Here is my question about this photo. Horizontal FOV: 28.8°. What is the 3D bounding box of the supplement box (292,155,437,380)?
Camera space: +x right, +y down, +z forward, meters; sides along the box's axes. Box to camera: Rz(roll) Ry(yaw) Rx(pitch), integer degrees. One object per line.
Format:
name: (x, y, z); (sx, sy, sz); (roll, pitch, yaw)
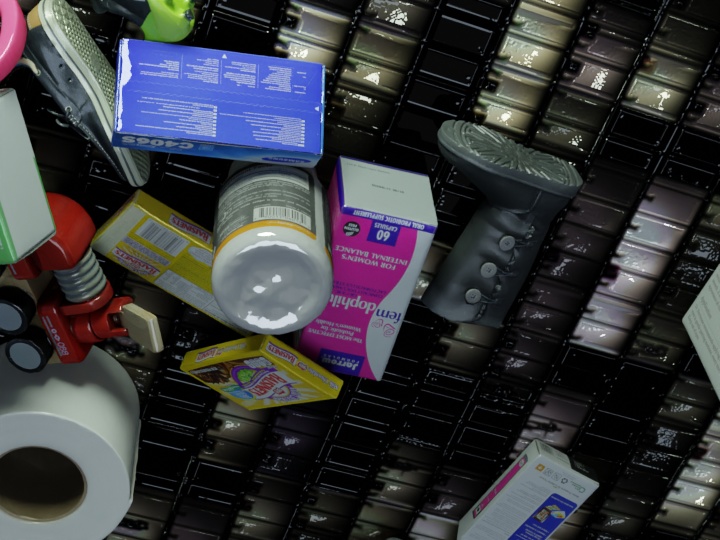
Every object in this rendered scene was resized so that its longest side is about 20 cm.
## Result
supplement box: (0.000, 0.000, 1.454); (0.100, 0.104, 0.202); (11, 123, -12)

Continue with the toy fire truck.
toy fire truck: (-0.280, 0.016, 1.399); (0.198, 0.129, 0.177); (-6, 123, 19)

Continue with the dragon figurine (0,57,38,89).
dragon figurine: (-0.377, -0.152, 1.348); (0.198, 0.059, 0.100); (-11, 123, 15)

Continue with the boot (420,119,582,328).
boot: (0.115, -0.043, 1.461); (0.163, 0.066, 0.201); (21, 123, -14)

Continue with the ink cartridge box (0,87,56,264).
ink cartridge box: (-0.403, -0.078, 1.302); (0.198, 0.084, 0.147); (-5, 112, 21)

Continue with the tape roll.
tape roll: (-0.345, 0.191, 1.530); (0.200, 0.140, 0.205); (-2, 123, -3)

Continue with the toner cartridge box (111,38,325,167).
toner cartridge box: (-0.135, -0.158, 1.333); (0.198, 0.096, 0.043); (6, 165, -14)

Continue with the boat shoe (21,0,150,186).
boat shoe: (-0.266, -0.165, 1.349); (0.062, 0.075, 0.201); (-22, 117, 17)

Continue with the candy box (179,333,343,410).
candy box: (-0.108, 0.110, 1.490); (0.102, 0.027, 0.199); (32, 157, -23)

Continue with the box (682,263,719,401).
box: (0.484, 0.073, 1.474); (0.198, 0.200, 0.172); (18, 120, -17)

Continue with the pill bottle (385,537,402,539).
pill bottle: (-0.009, 0.417, 1.713); (0.112, 0.113, 0.200); (38, 113, -24)

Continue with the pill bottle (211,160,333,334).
pill bottle: (-0.086, -0.038, 1.363); (0.115, 0.201, 0.117); (-2, 123, -3)

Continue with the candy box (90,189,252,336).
candy box: (-0.171, -0.005, 1.455); (0.199, 0.027, 0.102); (32, 142, -21)

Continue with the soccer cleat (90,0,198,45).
soccer cleat: (-0.231, -0.284, 1.280); (0.080, 0.068, 0.200); (-23, 123, 26)

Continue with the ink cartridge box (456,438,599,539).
ink cartridge box: (0.190, 0.297, 1.696); (0.094, 0.037, 0.201); (28, 114, -21)

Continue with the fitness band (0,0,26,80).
fitness band: (-0.402, -0.203, 1.271); (0.198, 0.145, 0.038); (-12, 142, 4)
